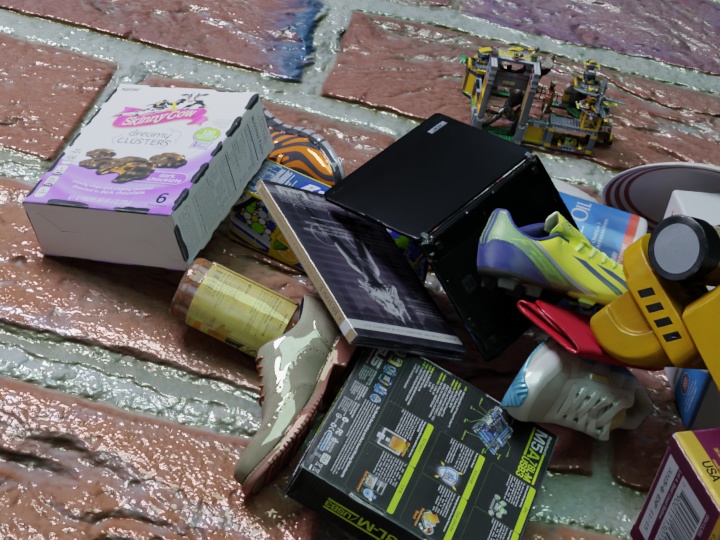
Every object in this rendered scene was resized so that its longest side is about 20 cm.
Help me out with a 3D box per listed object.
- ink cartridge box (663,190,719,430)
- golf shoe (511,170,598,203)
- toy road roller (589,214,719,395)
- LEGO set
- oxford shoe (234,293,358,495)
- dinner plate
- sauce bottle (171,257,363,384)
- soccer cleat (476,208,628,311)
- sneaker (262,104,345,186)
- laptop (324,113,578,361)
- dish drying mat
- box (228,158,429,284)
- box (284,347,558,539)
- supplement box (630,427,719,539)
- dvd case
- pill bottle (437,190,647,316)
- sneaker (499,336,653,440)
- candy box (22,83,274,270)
[{"bbox_3d":[0.346,0.037,1.581,0.084,0.145,0.200,4,38,-10],"label":"ink cartridge box"},{"bbox_3d":[0.169,-0.073,1.743,0.199,0.076,0.092,22,23,8],"label":"golf shoe"},{"bbox_3d":[0.293,0.056,1.409,0.123,0.146,0.200,6,52,-52],"label":"toy road roller"},{"bbox_3d":[0.211,-0.222,1.892,0.199,0.116,0.154,15,38,2],"label":"LEGO set"},{"bbox_3d":[-0.067,0.106,1.411,0.074,0.071,0.200,30,54,3],"label":"oxford shoe"},{"bbox_3d":[0.349,-0.068,1.683,0.199,0.200,0.024,14,66,1],"label":"dinner plate"},{"bbox_3d":[-0.074,0.057,1.495,0.200,0.066,0.066,27,39,5],"label":"sauce bottle"},{"bbox_3d":[0.195,-0.008,1.486,0.200,0.084,0.065,12,-5,-31],"label":"soccer cleat"},{"bbox_3d":[-0.111,-0.111,1.705,0.112,0.078,0.200,-26,41,-34],"label":"sneaker"},{"bbox_3d":[0.097,-0.037,1.540,0.177,0.103,0.200,-38,102,-34],"label":"laptop"},{"bbox_3d":[0.214,0.061,1.486,0.077,0.018,0.200,42,13,30],"label":"dish drying mat"},{"bbox_3d":[-0.029,-0.036,1.624,0.200,0.070,0.064,25,41,14],"label":"box"},{"bbox_3d":[0.057,0.165,1.385,0.193,0.048,0.200,32,39,-2],"label":"box"},{"bbox_3d":[0.351,0.205,1.382,0.199,0.131,0.103,-3,41,-21],"label":"supplement box"},{"bbox_3d":[0.000,0.000,1.484,0.148,0.016,0.200,11,36,-46],"label":"dvd case"},{"bbox_3d":[0.180,-0.029,1.644,0.199,0.113,0.112,17,38,6],"label":"pill bottle"},{"bbox_3d":[0.197,0.109,1.462,0.081,0.077,0.200,41,22,27],"label":"sneaker"},{"bbox_3d":[-0.203,-0.095,1.585,0.167,0.072,0.200,5,42,24],"label":"candy box"}]
